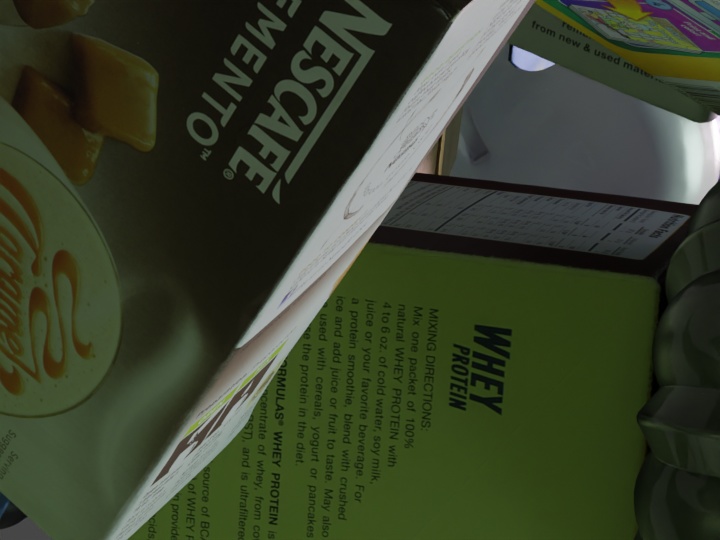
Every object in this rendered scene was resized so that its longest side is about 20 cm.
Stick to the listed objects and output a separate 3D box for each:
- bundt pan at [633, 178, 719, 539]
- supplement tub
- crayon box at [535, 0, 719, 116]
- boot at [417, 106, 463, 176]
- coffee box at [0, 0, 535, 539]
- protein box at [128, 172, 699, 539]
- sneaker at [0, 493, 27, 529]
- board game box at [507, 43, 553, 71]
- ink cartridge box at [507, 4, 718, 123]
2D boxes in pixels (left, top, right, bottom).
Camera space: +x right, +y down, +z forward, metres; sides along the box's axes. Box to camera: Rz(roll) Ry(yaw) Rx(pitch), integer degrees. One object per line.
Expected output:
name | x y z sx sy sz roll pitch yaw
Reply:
bundt pan | 0.137 0.050 0.926 0.202 0.076 0.202 7 90 -74
supplement tub | 0.127 -0.113 1.208 0.200 0.145 0.145 -45 173 -36
crayon box | 0.096 -0.098 0.786 0.200 0.119 0.058 26 78 -42
boot | 0.000 0.000 1.114 0.075 0.074 0.200 -15 104 -62
coffee box | -0.045 -0.042 0.656 0.080 0.114 0.200 -42 171 -48
protein box | 0.014 0.073 1.012 0.135 0.200 0.199 -32 128 -69
sneaker | -0.078 0.049 1.134 0.200 0.078 0.070 -44 173 -40
board game box | 0.076 -0.168 1.003 0.158 0.039 0.200 -52 156 -37
ink cartridge box | 0.128 -0.172 0.941 0.146 0.083 0.200 -40 148 -51
